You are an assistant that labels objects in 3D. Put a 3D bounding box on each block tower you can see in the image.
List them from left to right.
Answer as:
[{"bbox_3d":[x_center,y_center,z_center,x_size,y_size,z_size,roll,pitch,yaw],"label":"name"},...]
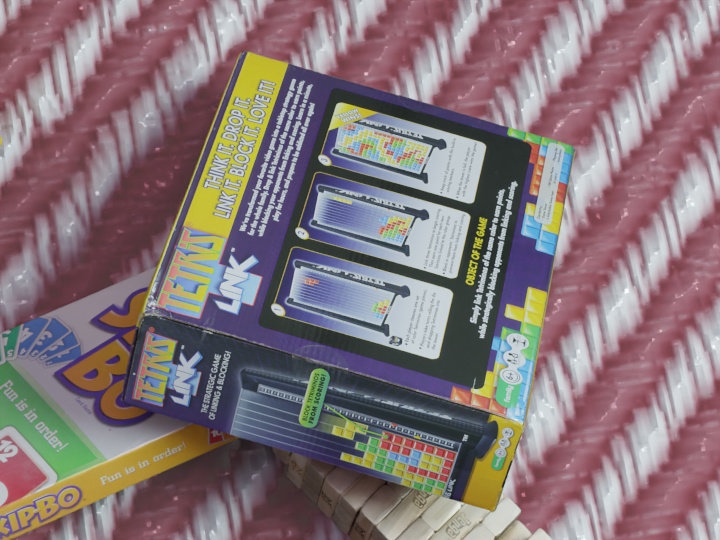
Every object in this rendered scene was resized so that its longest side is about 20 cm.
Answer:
[{"bbox_3d":[0.050,0.129,1.143,0.058,0.054,0.200,-42,81,-15],"label":"block tower"}]

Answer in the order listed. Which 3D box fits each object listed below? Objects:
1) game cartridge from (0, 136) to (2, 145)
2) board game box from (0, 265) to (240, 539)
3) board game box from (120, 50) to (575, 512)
[{"bbox_3d":[-0.213,-0.152,1.133,0.032,0.200,0.177,-30,77,-12],"label":"game cartridge"},{"bbox_3d":[-0.115,0.054,1.140,0.199,0.030,0.096,-22,48,-10],"label":"board game box"},{"bbox_3d":[0.000,0.000,1.132,0.164,0.057,0.201,16,39,1],"label":"board game box"}]
